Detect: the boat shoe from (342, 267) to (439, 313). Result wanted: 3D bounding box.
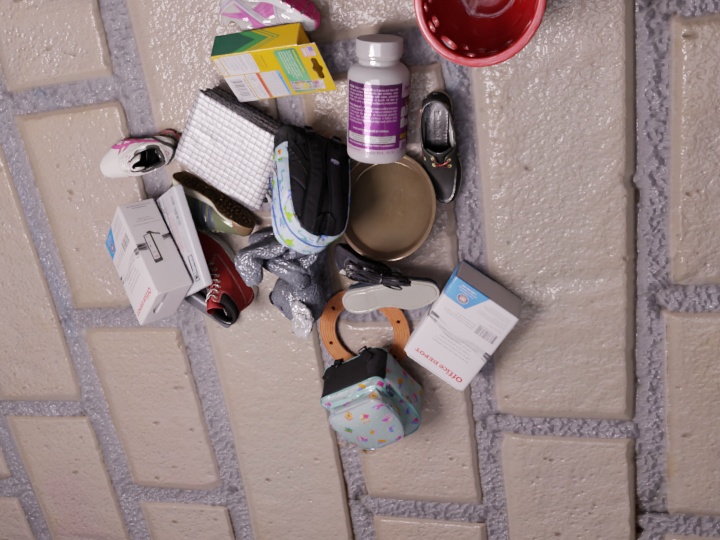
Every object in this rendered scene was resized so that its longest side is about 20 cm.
[{"bbox_3d":[0.061,0.039,1.478,0.196,0.062,0.076,-13,121,24],"label":"boat shoe"}]

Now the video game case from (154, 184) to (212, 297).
[{"bbox_3d":[-0.371,-0.050,1.532,0.180,0.023,0.205,-20,88,53],"label":"video game case"}]

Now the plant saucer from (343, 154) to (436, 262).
[{"bbox_3d":[0.049,-0.118,1.408,0.195,0.029,0.206,0,91,22],"label":"plant saucer"}]

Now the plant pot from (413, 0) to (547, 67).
[{"bbox_3d":[0.191,-0.431,1.165,0.195,0.183,0.205,7,117,14],"label":"plant pot"}]

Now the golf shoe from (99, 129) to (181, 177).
[{"bbox_3d":[-0.450,-0.226,1.512,0.196,0.092,0.074,-14,112,24],"label":"golf shoe"}]

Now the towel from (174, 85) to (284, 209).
[{"bbox_3d":[-0.240,-0.237,1.449,0.197,0.086,0.168,29,121,0],"label":"towel"}]

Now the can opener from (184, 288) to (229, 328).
[{"bbox_3d":[-0.345,0.040,1.627,0.198,0.054,0.067,34,120,-2],"label":"can opener"}]

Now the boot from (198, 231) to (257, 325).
[{"bbox_3d":[-0.305,0.012,1.549,0.072,0.145,0.201,-36,100,28],"label":"boot"}]

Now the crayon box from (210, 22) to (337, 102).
[{"bbox_3d":[-0.147,-0.365,1.339,0.195,0.053,0.126,-2,154,18],"label":"crayon box"}]

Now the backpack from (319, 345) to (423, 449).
[{"bbox_3d":[0.033,0.274,1.555,0.174,0.156,0.199,-28,131,28],"label":"backpack"}]

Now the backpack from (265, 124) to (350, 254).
[{"bbox_3d":[-0.090,-0.132,1.361,0.160,0.204,0.154,12,140,-37],"label":"backpack"}]

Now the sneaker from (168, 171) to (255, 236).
[{"bbox_3d":[-0.308,-0.111,1.539,0.198,0.067,0.091,33,121,6],"label":"sneaker"}]

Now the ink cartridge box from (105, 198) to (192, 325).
[{"bbox_3d":[-0.429,-0.016,1.530,0.203,0.083,0.146,61,142,14],"label":"ink cartridge box"}]

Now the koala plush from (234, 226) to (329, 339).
[{"bbox_3d":[-0.124,0.020,1.488,0.179,0.178,0.205,-13,107,11],"label":"koala plush"}]

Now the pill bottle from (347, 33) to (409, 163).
[{"bbox_3d":[0.031,-0.299,1.318,0.109,0.113,0.205,8,117,13],"label":"pill bottle"}]

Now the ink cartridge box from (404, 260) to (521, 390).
[{"bbox_3d":[0.198,0.108,1.474,0.145,0.086,0.202,33,120,0],"label":"ink cartridge box"}]

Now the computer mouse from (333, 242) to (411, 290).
[{"bbox_3d":[0.000,0.000,1.425,0.136,0.200,0.054,15,101,-23],"label":"computer mouse"}]

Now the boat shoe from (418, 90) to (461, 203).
[{"bbox_3d":[0.140,-0.212,1.356,0.072,0.063,0.206,-1,115,15],"label":"boat shoe"}]

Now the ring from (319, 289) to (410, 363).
[{"bbox_3d":[0.010,0.126,1.579,0.195,0.019,0.205,7,116,15],"label":"ring"}]

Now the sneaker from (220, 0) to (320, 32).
[{"bbox_3d":[-0.162,-0.449,1.332,0.196,0.082,0.090,22,124,13],"label":"sneaker"}]
